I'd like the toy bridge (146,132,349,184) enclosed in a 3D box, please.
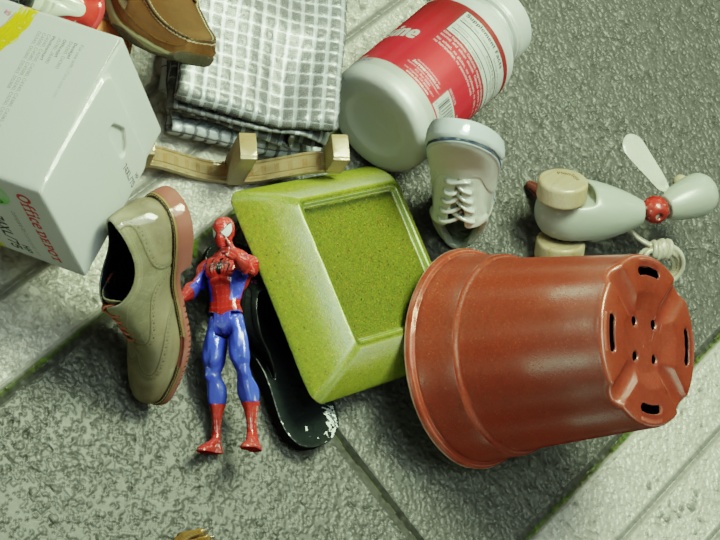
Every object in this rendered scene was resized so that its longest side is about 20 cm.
[{"bbox_3d":[-0.107,-0.099,1.700,0.198,0.067,0.027,1,69,-17],"label":"toy bridge"}]

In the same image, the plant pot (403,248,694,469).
[{"bbox_3d":[0.175,0.069,1.682,0.200,0.194,0.203,11,75,-48],"label":"plant pot"}]

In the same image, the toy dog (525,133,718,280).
[{"bbox_3d":[0.241,-0.069,1.873,0.199,0.133,0.096,9,29,-30],"label":"toy dog"}]

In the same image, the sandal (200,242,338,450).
[{"bbox_3d":[-0.071,0.059,1.674,0.075,0.048,0.202,-26,85,-34],"label":"sandal"}]

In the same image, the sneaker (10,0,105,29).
[{"bbox_3d":[-0.261,-0.216,1.592,0.084,0.200,0.078,17,93,-23],"label":"sneaker"}]

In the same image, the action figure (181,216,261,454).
[{"bbox_3d":[-0.122,0.048,1.606,0.099,0.065,0.202,31,55,-67],"label":"action figure"}]

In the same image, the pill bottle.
[{"bbox_3d":[0.073,-0.190,1.811,0.112,0.112,0.200,50,56,-3],"label":"pill bottle"}]

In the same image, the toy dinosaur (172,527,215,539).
[{"bbox_3d":[-0.141,0.268,1.550,0.198,0.060,0.107,1,73,-29],"label":"toy dinosaur"}]

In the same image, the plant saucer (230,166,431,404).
[{"bbox_3d":[0.000,0.000,1.706,0.199,0.048,0.201,-14,78,-48],"label":"plant saucer"}]

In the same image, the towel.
[{"bbox_3d":[-0.095,-0.209,1.741,0.164,0.086,0.202,13,66,-24],"label":"towel"}]

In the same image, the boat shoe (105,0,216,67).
[{"bbox_3d":[-0.184,-0.248,1.655,0.075,0.074,0.200,4,31,-41],"label":"boat shoe"}]

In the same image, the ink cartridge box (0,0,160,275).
[{"bbox_3d":[-0.286,-0.116,1.504,0.198,0.147,0.147,19,68,16],"label":"ink cartridge box"}]

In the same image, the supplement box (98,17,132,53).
[{"bbox_3d":[-0.248,-0.119,1.634,0.068,0.066,0.202,20,63,-23],"label":"supplement box"}]

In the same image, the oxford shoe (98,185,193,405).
[{"bbox_3d":[-0.185,0.028,1.558,0.074,0.070,0.202,-20,127,-36],"label":"oxford shoe"}]

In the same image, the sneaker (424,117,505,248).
[{"bbox_3d":[0.095,-0.076,1.741,0.072,0.200,0.071,6,71,11],"label":"sneaker"}]
